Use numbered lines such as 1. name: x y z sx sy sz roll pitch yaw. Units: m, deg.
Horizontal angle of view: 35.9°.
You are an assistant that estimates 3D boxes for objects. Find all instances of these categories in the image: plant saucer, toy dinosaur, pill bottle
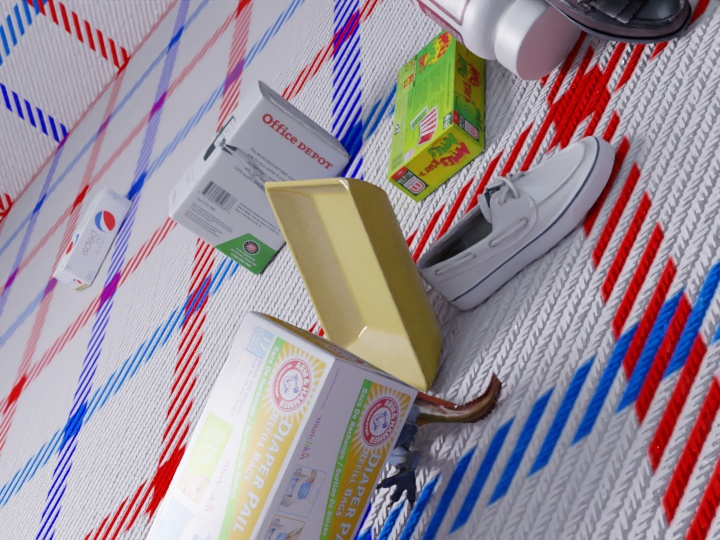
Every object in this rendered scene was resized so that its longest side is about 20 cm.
1. plant saucer: 0.000 0.000 1.024 0.048 0.201 0.200 -28 14 -22
2. toy dinosaur: 0.020 0.133 0.964 0.198 0.106 0.182 -19 18 -1
3. pill bottle: 0.122 -0.280 1.105 0.110 0.109 0.200 -51 60 11

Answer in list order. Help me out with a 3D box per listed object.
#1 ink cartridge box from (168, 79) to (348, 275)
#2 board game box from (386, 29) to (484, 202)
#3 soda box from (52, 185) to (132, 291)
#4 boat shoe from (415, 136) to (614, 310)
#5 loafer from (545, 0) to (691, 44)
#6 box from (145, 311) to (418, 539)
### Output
1. ink cartridge box: -0.131 -0.120 1.426 0.200 0.146 0.083 -49 24 13
2. board game box: 0.085 -0.178 1.215 0.101 0.047 0.201 -37 31 35
3. soda box: -0.528 -0.063 2.189 0.068 0.063 0.201 -21 41 53
4. boat shoe: 0.128 -0.046 0.948 0.200 0.065 0.074 -47 26 21
5. loafer: 0.195 -0.260 0.973 0.199 0.063 0.072 33 83 29
6. box: -0.059 0.149 0.839 0.112 0.101 0.201 22 88 44
